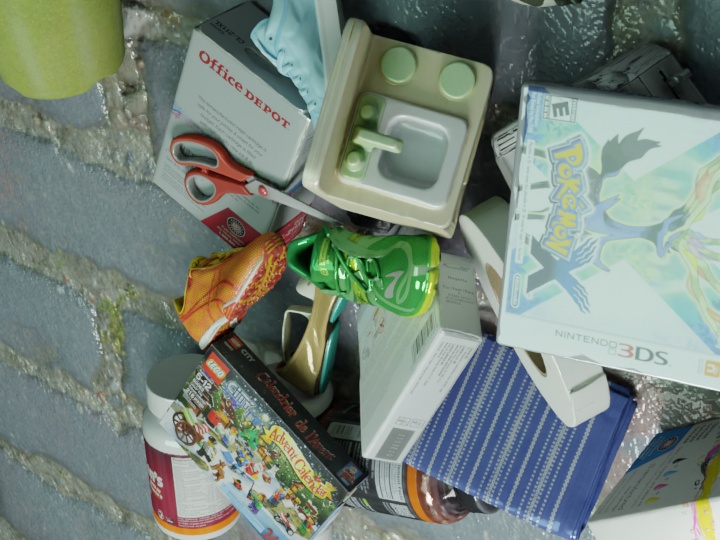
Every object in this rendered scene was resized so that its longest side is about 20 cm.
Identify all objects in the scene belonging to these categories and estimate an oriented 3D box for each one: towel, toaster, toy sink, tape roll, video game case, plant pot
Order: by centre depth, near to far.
[{"bbox_3d":[0.194,-0.026,0.979,0.180,0.022,0.202,11,107,22],"label":"video game case"},{"bbox_3d":[0.191,-0.085,1.056,0.199,0.113,0.130,-28,93,47],"label":"toaster"},{"bbox_3d":[0.038,-0.105,1.071,0.111,0.200,0.132,16,89,8],"label":"toy sink"},{"bbox_3d":[0.145,0.034,1.135,0.204,0.037,0.203,62,176,7],"label":"tape roll"},{"bbox_3d":[0.141,0.144,1.247,0.199,0.024,0.146,21,86,30],"label":"towel"},{"bbox_3d":[-0.309,-0.278,1.322,0.199,0.200,0.185,23,141,28],"label":"plant pot"}]

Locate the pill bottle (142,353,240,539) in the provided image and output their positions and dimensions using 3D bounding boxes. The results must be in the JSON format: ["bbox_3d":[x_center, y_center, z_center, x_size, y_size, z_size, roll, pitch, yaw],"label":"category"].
[{"bbox_3d":[-0.194,0.203,1.565,0.109,0.109,0.202,20,127,30],"label":"pill bottle"}]

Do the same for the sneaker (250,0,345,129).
[{"bbox_3d":[-0.051,-0.187,1.177,0.081,0.074,0.202,-9,82,6],"label":"sneaker"}]

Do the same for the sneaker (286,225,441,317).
[{"bbox_3d":[0.000,0.000,1.192,0.199,0.083,0.075,3,88,57],"label":"sneaker"}]

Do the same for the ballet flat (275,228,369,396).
[{"bbox_3d":[-0.043,0.039,1.345,0.062,0.069,0.202,22,120,8],"label":"ballet flat"}]

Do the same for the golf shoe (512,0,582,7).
[{"bbox_3d":[0.115,-0.291,1.018,0.088,0.077,0.202,-1,115,48],"label":"golf shoe"}]

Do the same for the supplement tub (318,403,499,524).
[{"bbox_3d":[0.052,0.193,1.352,0.198,0.107,0.108,3,118,38],"label":"supplement tub"}]

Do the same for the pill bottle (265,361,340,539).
[{"bbox_3d":[-0.075,0.207,1.466,0.108,0.109,0.202,16,125,32],"label":"pill bottle"}]

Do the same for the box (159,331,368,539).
[{"bbox_3d":[-0.101,0.179,1.363,0.200,0.038,0.137,45,129,11],"label":"box"}]

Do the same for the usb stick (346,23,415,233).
[{"bbox_3d":[0.017,-0.126,1.234,0.055,0.033,0.202,19,127,20],"label":"usb stick"}]

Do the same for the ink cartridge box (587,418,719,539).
[{"bbox_3d":[0.322,0.208,1.100,0.199,0.147,0.146,-23,100,45],"label":"ink cartridge box"}]

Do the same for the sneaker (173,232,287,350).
[{"bbox_3d":[-0.133,0.012,1.307,0.077,0.073,0.200,52,140,3],"label":"sneaker"}]

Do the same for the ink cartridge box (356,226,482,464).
[{"bbox_3d":[0.048,0.051,1.252,0.043,0.175,0.201,12,137,-15],"label":"ink cartridge box"}]

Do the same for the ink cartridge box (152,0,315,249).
[{"bbox_3d":[-0.104,-0.129,1.296,0.145,0.083,0.201,39,135,14],"label":"ink cartridge box"}]

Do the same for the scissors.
[{"bbox_3d":[-0.099,-0.083,1.251,0.198,0.014,0.074,12,124,36],"label":"scissors"}]
